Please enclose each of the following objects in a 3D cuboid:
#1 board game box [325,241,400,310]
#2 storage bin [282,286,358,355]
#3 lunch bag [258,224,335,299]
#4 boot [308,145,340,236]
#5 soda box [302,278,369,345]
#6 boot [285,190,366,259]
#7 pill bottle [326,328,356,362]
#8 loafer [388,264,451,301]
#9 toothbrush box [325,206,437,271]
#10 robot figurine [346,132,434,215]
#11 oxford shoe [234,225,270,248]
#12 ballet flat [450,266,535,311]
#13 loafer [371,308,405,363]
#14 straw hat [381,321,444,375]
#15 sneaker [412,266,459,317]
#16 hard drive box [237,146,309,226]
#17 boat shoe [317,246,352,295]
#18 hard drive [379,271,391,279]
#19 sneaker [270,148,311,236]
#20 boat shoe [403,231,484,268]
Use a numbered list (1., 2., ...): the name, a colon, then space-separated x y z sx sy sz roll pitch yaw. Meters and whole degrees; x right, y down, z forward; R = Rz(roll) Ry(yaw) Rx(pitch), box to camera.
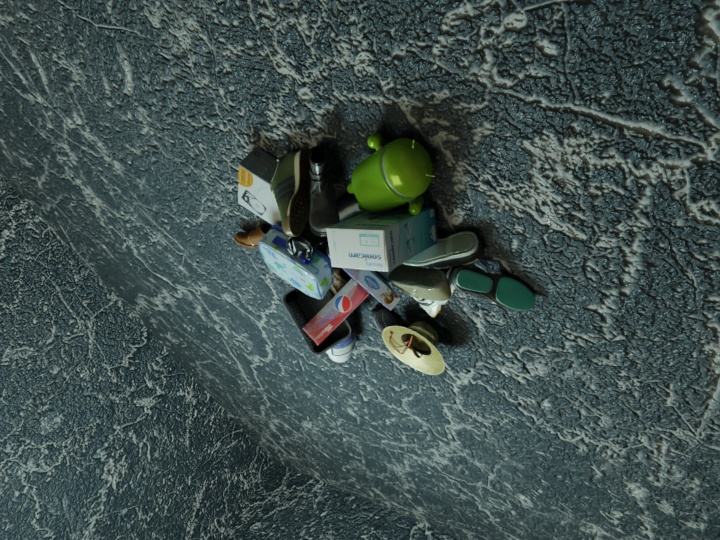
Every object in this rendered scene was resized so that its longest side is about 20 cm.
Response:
1. board game box: 0.000 0.000 1.314 0.200 0.041 0.200 42 -177 -9
2. storage bin: -0.111 0.119 1.516 0.134 0.094 0.202 -32 86 14
3. lunch bag: -0.160 -0.021 1.360 0.198 0.083 0.161 30 159 18
4. boot: -0.085 -0.173 1.130 0.069 0.201 0.133 -9 129 -7
5. soda box: -0.060 0.103 1.418 0.063 0.070 0.200 44 103 1
6. boot: -0.072 -0.102 1.231 0.199 0.169 0.077 -13 121 49
7. pill bottle: -0.069 0.201 1.669 0.110 0.111 0.201 22 145 19
8. loafer: 0.134 0.031 1.215 0.069 0.076 0.199 54 165 -26
9. toothbrush box: 0.048 -0.071 1.097 0.145 0.199 0.087 6 113 38
10. robot figurine: 0.060 -0.185 1.054 0.199 0.116 0.177 -20 107 52
11. oxford shoe: -0.295 -0.099 1.559 0.198 0.071 0.072 10 112 34
12. ballet flat: 0.284 0.036 1.165 0.197 0.074 0.073 18 149 -10
13. loafer: 0.099 0.185 1.549 0.201 0.072 0.063 54 172 -19
14. straw hat: 0.162 0.188 1.462 0.199 0.085 0.202 28 147 20
15. sneaker: 0.180 0.037 1.265 0.087 0.076 0.201 38 144 8
16. hard drive box: -0.204 -0.188 1.334 0.198 0.077 0.156 31 148 6
17. boat shoe: -0.074 -0.006 1.463 0.068 0.072 0.201 -30 107 27
18. hard drive: 0.082 -0.049 1.290 0.131 0.026 0.200 38 148 -3
19. sneaker: -0.166 -0.174 1.215 0.089 0.204 0.067 0 168 31
20. boat shoe: 0.172 -0.035 1.163 0.198 0.077 0.060 -2 152 36
